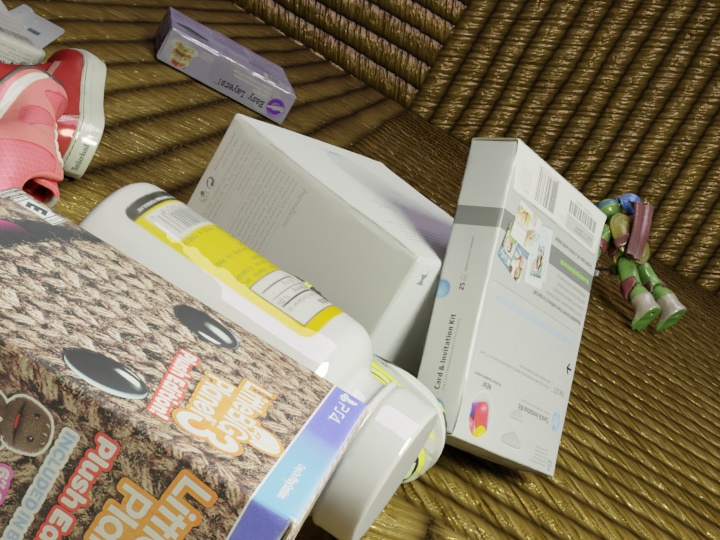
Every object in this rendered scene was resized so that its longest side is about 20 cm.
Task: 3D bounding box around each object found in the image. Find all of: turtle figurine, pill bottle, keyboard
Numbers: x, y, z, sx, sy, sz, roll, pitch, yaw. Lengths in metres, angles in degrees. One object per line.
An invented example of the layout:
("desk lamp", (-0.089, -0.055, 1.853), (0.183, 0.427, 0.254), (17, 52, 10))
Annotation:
("turtle figurine", (0.356, 0.010, 1.867), (0.195, 0.199, 0.144), (62, 5, 29))
("pill bottle", (-0.063, 0.051, 0.679), (0.199, 0.112, 0.111), (34, 13, 12))
("keyboard", (-0.359, -0.259, 1.410), (0.056, 0.011, 0.200), (34, 12, -12))

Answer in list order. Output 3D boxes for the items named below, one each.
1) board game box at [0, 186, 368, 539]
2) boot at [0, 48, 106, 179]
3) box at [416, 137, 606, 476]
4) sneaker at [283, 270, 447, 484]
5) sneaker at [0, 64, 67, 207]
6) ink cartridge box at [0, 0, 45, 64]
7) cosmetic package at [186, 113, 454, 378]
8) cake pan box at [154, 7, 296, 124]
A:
("board game box", (-0.115, 0.064, 0.545), (0.199, 0.097, 0.159), (31, 13, 3))
("boot", (-0.283, -0.156, 1.059), (0.144, 0.073, 0.200), (24, 18, -22))
("box", (0.107, 0.030, 0.912), (0.041, 0.201, 0.156), (4, -14, 35))
("sneaker", (-0.035, 0.058, 0.801), (0.199, 0.076, 0.076), (31, 12, 6))
("sneaker", (-0.236, -0.075, 0.890), (0.087, 0.074, 0.200), (41, 21, -7))
("ink cartridge box", (-0.401, -0.245, 1.176), (0.199, 0.045, 0.176), (20, 17, -41))
("cosmetic package", (0.000, 0.000, 0.986), (0.200, 0.123, 0.199), (38, 14, 32))
("cake pan box", (-0.183, -0.281, 1.793), (0.199, 0.052, 0.184), (26, 16, -19))
